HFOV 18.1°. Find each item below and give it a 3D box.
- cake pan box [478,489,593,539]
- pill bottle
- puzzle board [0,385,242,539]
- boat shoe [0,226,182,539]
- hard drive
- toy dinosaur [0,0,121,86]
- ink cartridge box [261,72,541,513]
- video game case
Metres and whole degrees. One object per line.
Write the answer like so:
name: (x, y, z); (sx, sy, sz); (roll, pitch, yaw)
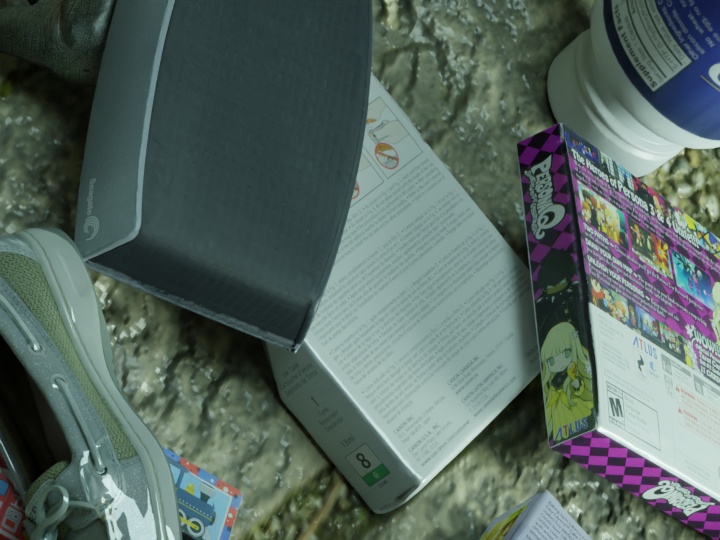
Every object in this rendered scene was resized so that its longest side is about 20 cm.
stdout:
cake pan box: (0.104, 0.232, 1.064); (0.200, 0.052, 0.184); (45, 47, -6)
pill bottle: (0.200, -0.139, 1.270); (0.120, 0.200, 0.120); (19, 53, -27)
puzzle board: (-0.150, 0.108, 0.966); (0.200, 0.017, 0.151); (32, 47, -18)
boat shoe: (-0.130, 0.073, 0.946); (0.065, 0.074, 0.202); (-5, 63, -33)
hard drive: (-0.057, -0.075, 1.062); (0.135, 0.042, 0.200); (24, 60, -27)
toy dinosaur: (-0.118, -0.127, 1.100); (0.200, 0.077, 0.102); (-6, 60, -43)
ink cartridge box: (0.000, 0.000, 1.135); (0.200, 0.050, 0.161); (50, 45, 2)
video game case: (0.159, 0.041, 1.201); (0.200, 0.036, 0.182); (30, 46, -44)
